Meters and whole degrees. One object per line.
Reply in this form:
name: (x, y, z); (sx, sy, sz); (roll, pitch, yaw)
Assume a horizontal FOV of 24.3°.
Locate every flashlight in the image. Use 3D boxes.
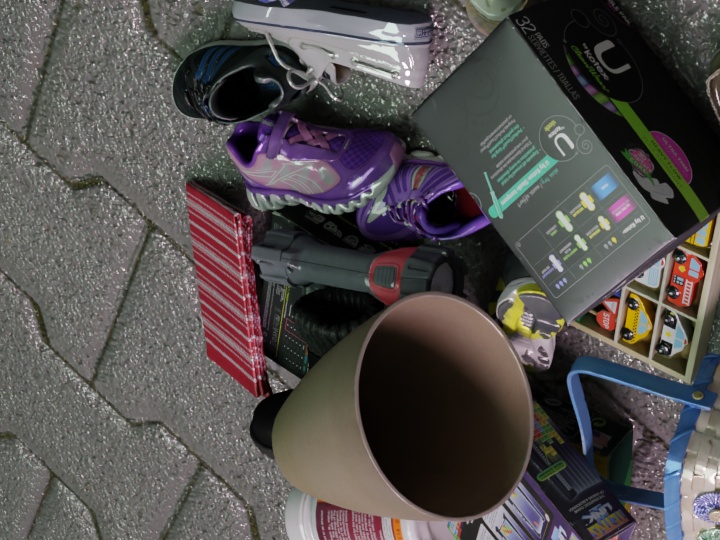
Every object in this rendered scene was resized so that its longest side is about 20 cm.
flashlight: (0.000, 0.000, 1.498); (0.199, 0.068, 0.068); (10, 134, 39)

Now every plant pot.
plant pot: (0.014, 0.132, 1.432); (0.199, 0.187, 0.188); (-22, 105, 51)

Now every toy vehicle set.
toy vehicle set: (0.238, -0.013, 1.381); (0.124, 0.026, 0.201); (26, 135, 27)

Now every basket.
basket: (0.271, 0.149, 1.378); (0.198, 0.140, 0.177); (15, 146, 29)

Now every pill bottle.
pill bottle: (0.021, 0.254, 1.732); (0.199, 0.114, 0.115); (-9, 115, 46)

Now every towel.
towel: (-0.134, 0.019, 1.700); (0.144, 0.022, 0.202); (30, 130, 58)

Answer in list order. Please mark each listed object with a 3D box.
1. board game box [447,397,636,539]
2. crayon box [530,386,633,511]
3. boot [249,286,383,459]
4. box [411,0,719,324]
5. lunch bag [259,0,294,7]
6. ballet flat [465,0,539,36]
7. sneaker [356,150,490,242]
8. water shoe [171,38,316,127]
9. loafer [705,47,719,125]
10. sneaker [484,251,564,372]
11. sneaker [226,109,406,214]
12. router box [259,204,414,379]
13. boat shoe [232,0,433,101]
board game box: (0.158, 0.227, 1.503); (0.166, 0.056, 0.201); (50, 151, 28)
crayon box: (0.191, 0.215, 1.589); (0.126, 0.051, 0.202); (22, 133, 31)
boot: (-0.041, 0.096, 1.587); (0.209, 0.080, 0.159); (-7, 123, 33)
box: (0.167, -0.090, 1.257); (0.201, 0.148, 0.124); (53, 130, 7)
lunch bag: (0.005, -0.270, 1.258); (0.160, 0.199, 0.076); (-20, 98, 50)
ballet flat: (0.117, -0.241, 1.280); (0.068, 0.067, 0.200); (42, 141, 9)
sneaker: (0.058, -0.060, 1.468); (0.199, 0.083, 0.081); (-15, 110, 49)
water shoe: (-0.126, -0.172, 1.555); (0.199, 0.079, 0.072); (-10, 113, 47)
loafer: (0.314, -0.075, 1.224); (0.075, 0.070, 0.201); (-25, 102, 50)
sneaker: (0.150, 0.028, 1.469); (0.074, 0.085, 0.200); (19, 160, -2)
sneaker: (-0.049, -0.106, 1.520); (0.199, 0.081, 0.089); (-1, 137, 43)
router box: (-0.020, 0.033, 1.633); (0.149, 0.062, 0.201); (33, 138, 20)
boat shoe: (-0.027, -0.188, 1.449); (0.200, 0.074, 0.087); (13, 112, 28)
